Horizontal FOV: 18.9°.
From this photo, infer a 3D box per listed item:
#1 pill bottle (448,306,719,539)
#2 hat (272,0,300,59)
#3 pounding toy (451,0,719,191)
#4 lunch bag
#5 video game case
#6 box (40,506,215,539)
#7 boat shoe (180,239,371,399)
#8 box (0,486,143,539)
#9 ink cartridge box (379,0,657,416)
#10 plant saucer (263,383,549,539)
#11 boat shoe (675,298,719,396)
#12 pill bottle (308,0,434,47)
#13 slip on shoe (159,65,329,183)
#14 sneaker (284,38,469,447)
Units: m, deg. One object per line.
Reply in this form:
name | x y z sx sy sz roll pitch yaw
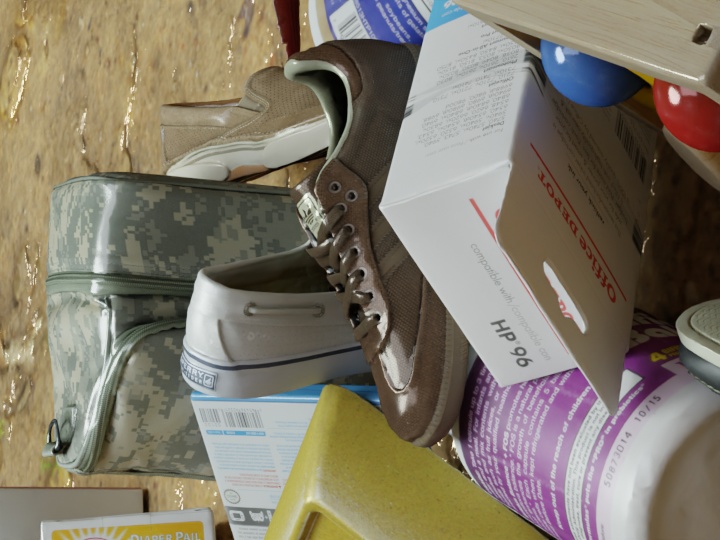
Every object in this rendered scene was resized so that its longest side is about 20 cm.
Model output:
pill bottle | 0.110 0.070 0.993 0.200 0.112 0.113 29 111 55
hat | -0.055 -0.200 1.375 0.200 0.176 0.165 -53 26 -20
pounding toy | 0.167 -0.075 0.871 0.184 0.199 0.143 28 91 51
lunch bag | -0.077 0.037 1.221 0.139 0.199 0.169 -178 93 -66
video game case | -0.006 0.153 1.125 0.142 0.018 0.201 -1 112 39
box | -0.140 0.255 1.351 0.101 0.112 0.202 111 156 -75
boat shoe | -0.004 -0.002 1.094 0.074 0.201 0.087 31 124 46
box | -0.261 0.214 1.539 0.200 0.151 0.107 -18 71 56
ink cartridge box | 0.071 -0.035 0.952 0.067 0.116 0.201 -18 36 27
plant saucer | 0.020 0.189 1.077 0.200 0.048 0.201 36 131 17
boat shoe | 0.205 0.068 0.844 0.199 0.072 0.068 27 126 33
pill bottle | 0.071 -0.157 1.071 0.200 0.119 0.121 -33 60 52
slip on shoe | -0.045 -0.091 1.266 0.199 0.076 0.061 -16 90 46
sneaker | 0.002 -0.014 1.020 0.070 0.075 0.201 131 138 -60
